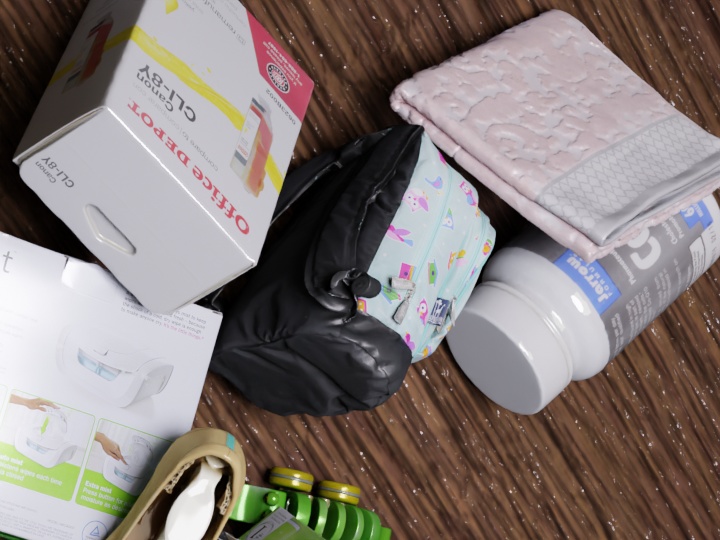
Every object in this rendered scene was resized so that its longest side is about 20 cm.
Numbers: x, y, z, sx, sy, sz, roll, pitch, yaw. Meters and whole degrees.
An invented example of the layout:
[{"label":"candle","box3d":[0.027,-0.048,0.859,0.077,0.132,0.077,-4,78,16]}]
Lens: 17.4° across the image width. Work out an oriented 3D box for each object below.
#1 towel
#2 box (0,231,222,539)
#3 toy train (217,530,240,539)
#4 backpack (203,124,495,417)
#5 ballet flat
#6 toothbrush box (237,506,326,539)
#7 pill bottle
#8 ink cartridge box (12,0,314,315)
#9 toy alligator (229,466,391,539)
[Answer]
[{"label":"towel","box3d":[0.147,-0.100,1.644,0.191,0.032,0.200,40,40,20]},{"label":"box","box3d":[-0.209,0.078,1.467,0.199,0.097,0.177,20,78,-30]},{"label":"toy train","box3d":[-0.088,0.181,1.481,0.046,0.200,0.034,29,84,-30]},{"label":"backpack","box3d":[0.000,0.000,1.579,0.127,0.166,0.200,51,51,-30]},{"label":"ballet flat","box3d":[-0.133,0.185,1.423,0.068,0.063,0.201,28,87,-11]},{"label":"toothbrush box","box3d":[-0.082,0.258,1.488,0.200,0.146,0.086,-38,113,-12]},{"label":"pill bottle","box3d":[0.160,0.007,1.690,0.200,0.114,0.114,-41,109,-26]},{"label":"ink cartridge box","box3d":[-0.118,-0.092,1.481,0.145,0.083,0.200,47,33,-24]},{"label":"toy alligator","box3d":[-0.053,0.163,1.588,0.199,0.054,0.060,18,79,-30]}]
